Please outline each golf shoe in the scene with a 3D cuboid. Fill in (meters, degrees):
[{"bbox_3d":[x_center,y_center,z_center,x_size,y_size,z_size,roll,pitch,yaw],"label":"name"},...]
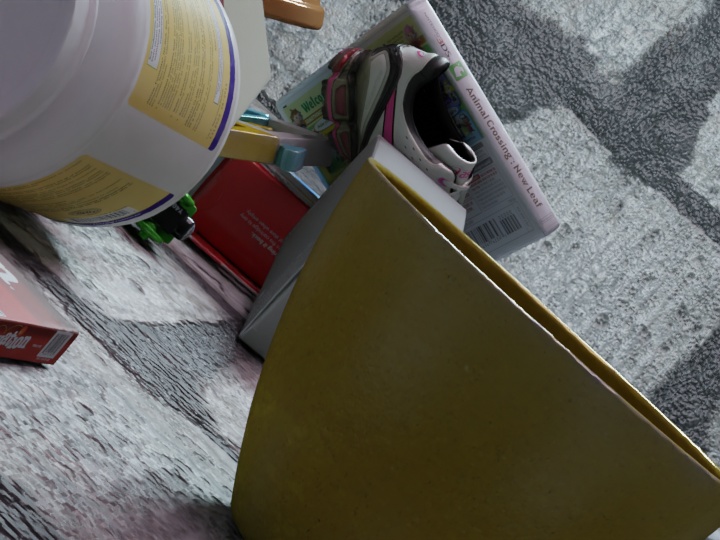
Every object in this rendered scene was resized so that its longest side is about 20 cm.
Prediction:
[{"bbox_3d":[0.036,-0.052,1.347,0.092,0.073,0.201,2,-65,36],"label":"golf shoe"}]

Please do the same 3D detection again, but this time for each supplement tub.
[{"bbox_3d":[-0.148,-0.102,0.911,0.145,0.146,0.200,43,4,15],"label":"supplement tub"}]

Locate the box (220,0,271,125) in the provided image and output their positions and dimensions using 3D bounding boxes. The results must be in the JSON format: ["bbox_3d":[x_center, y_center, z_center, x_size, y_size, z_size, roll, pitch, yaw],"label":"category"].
[{"bbox_3d":[-0.132,-0.174,1.071,0.127,0.201,0.109,3,29,17],"label":"box"}]

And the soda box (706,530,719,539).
[{"bbox_3d":[0.279,0.243,1.788,0.068,0.063,0.200,45,6,22],"label":"soda box"}]

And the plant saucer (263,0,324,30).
[{"bbox_3d":[-0.115,-0.210,1.338,0.199,0.038,0.200,20,8,-3],"label":"plant saucer"}]

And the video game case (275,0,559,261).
[{"bbox_3d":[0.036,-0.078,1.421,0.183,0.022,0.200,59,-33,-2],"label":"video game case"}]

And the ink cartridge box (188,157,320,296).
[{"bbox_3d":[-0.067,-0.033,1.419,0.116,0.067,0.200,41,5,-13],"label":"ink cartridge box"}]

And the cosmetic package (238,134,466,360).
[{"bbox_3d":[0.000,0.000,1.235,0.090,0.107,0.200,40,15,-10],"label":"cosmetic package"}]

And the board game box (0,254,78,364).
[{"bbox_3d":[-0.194,-0.041,0.744,0.200,0.019,0.103,43,3,12],"label":"board game box"}]

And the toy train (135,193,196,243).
[{"bbox_3d":[-0.177,-0.087,1.192,0.200,0.042,0.056,42,-6,-7],"label":"toy train"}]

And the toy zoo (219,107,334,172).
[{"bbox_3d":[-0.109,-0.101,1.360,0.131,0.021,0.199,4,14,-45],"label":"toy zoo"}]

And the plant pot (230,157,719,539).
[{"bbox_3d":[0.032,0.075,0.795,0.200,0.142,0.200,41,5,-4],"label":"plant pot"}]
